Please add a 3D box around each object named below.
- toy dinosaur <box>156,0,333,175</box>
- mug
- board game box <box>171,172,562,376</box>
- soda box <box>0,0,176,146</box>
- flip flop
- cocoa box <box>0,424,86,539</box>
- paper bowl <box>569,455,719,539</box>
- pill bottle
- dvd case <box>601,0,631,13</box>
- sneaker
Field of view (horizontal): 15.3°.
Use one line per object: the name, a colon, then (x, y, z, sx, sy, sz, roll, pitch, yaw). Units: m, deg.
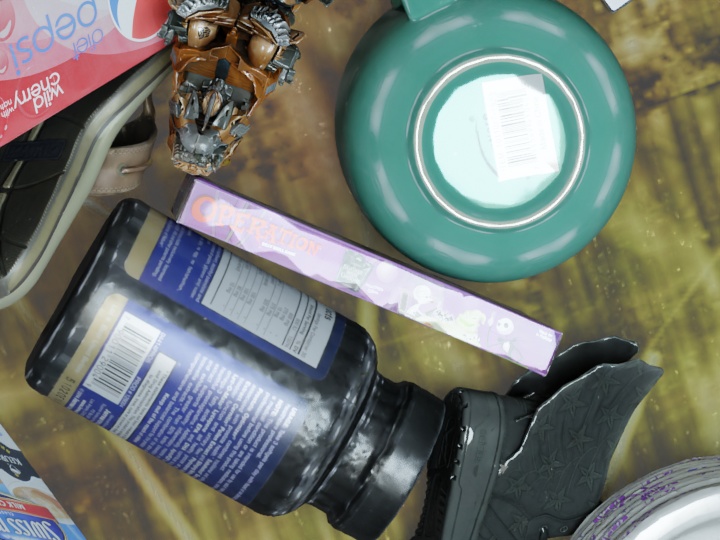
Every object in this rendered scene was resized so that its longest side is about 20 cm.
toy dinosaur: (-0.056, -0.151, 1.310, 0.102, 0.136, 0.201, -2, 75, -6)
mug: (0.052, -0.079, 1.369, 0.185, 0.114, 0.152, 32, 94, -8)
board game box: (0.000, 0.000, 1.373, 0.199, 0.120, 0.032, 23, 95, -7)
soda box: (-0.151, -0.125, 1.310, 0.200, 0.063, 0.070, -38, 125, -41)
flip flop: (-0.141, -0.054, 1.358, 0.058, 0.081, 0.201, 52, 54, -38)
cocoa box: (-0.249, 0.175, 1.334, 0.200, 0.133, 0.131, -50, 59, 12)
paper bowl: (0.190, 0.196, 1.413, 0.199, 0.104, 0.202, -2, 101, -8)
pill bottle: (-0.062, 0.057, 1.380, 0.199, 0.112, 0.112, 30, 94, -7)
dvd case: (0.136, -0.259, 1.401, 0.148, 0.016, 0.200, -35, 98, 1)
sneaker: (0.084, 0.128, 1.422, 0.104, 0.060, 0.201, 6, 111, -21)
